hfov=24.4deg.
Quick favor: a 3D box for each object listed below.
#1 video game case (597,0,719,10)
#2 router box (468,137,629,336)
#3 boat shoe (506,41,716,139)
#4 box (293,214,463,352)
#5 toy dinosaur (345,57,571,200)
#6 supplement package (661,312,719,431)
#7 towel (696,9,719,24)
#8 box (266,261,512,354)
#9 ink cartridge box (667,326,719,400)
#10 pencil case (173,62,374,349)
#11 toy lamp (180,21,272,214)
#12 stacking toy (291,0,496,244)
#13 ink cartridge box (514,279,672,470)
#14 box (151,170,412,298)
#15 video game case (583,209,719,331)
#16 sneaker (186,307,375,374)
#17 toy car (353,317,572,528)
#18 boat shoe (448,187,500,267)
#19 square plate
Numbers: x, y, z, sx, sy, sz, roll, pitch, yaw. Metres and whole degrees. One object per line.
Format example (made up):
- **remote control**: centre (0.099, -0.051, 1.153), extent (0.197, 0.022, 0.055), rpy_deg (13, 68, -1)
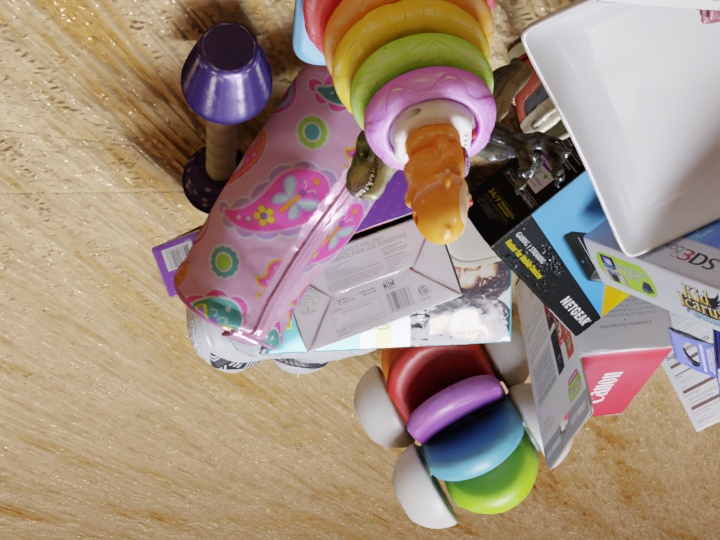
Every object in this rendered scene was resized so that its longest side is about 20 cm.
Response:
- **video game case**: centre (0.226, -0.206, 0.805), extent (0.180, 0.036, 0.201), rpy_deg (-1, 144, -19)
- **router box**: centre (0.172, -0.043, 1.201), extent (0.149, 0.051, 0.200), rpy_deg (-39, 149, 8)
- **boat shoe**: centre (0.189, -0.133, 1.046), extent (0.198, 0.063, 0.071), rpy_deg (-16, 157, 17)
- **box**: centre (0.000, 0.000, 1.194), extent (0.116, 0.061, 0.200), rpy_deg (-20, -175, -1)
- **toy dinosaur**: centre (0.075, -0.081, 0.966), extent (0.200, 0.088, 0.048), rpy_deg (-32, 150, -47)
- **supplement package**: centre (0.367, 0.031, 1.406), extent (0.199, 0.112, 0.156), rpy_deg (-21, 170, -33)
- **towel**: centre (0.264, -0.205, 0.870), extent (0.143, 0.023, 0.201), rpy_deg (-6, 147, -8)
- **box**: centre (0.021, 0.017, 1.332), extent (0.198, 0.083, 0.049), rpy_deg (-3, -157, -5)
- **ink cartridge box**: centre (0.310, 0.058, 1.119), extent (0.198, 0.077, 0.137), rpy_deg (-7, 149, 14)
- **pencil case**: centre (-0.034, -0.049, 1.028), extent (0.087, 0.087, 0.201), rpy_deg (18, 112, -51)
- **toy lamp**: centre (-0.086, -0.096, 1.052), extent (0.058, 0.059, 0.200), rpy_deg (-5, 163, -8)
- **stacking toy**: centre (0.031, -0.095, 0.870), extent (0.109, 0.201, 0.117), rpy_deg (-3, 140, -9)
- **ink cartridge box**: centre (0.197, 0.058, 1.408), extent (0.083, 0.177, 0.200), rpy_deg (-6, 161, -6)
- **box**: centre (-0.032, -0.038, 1.146), extent (0.198, 0.039, 0.137), rpy_deg (-19, -175, 10)
- **video game case**: centre (0.274, -0.043, 1.087), extent (0.199, 0.046, 0.181), rpy_deg (-37, -153, -14)
- **sneaker**: centre (-0.054, 0.039, 1.412), extent (0.114, 0.076, 0.199), rpy_deg (-20, 162, 29)
- **toy car**: centre (0.087, 0.124, 1.527), extent (0.174, 0.201, 0.150), rpy_deg (-28, 152, 2)
- **boat shoe**: centre (0.137, -0.048, 1.295), extent (0.198, 0.063, 0.073), rpy_deg (-8, 118, -25)
- **square plate**: centre (0.216, -0.119, 1.000), extent (0.199, 0.029, 0.199), rpy_deg (-25, 130, 9)
